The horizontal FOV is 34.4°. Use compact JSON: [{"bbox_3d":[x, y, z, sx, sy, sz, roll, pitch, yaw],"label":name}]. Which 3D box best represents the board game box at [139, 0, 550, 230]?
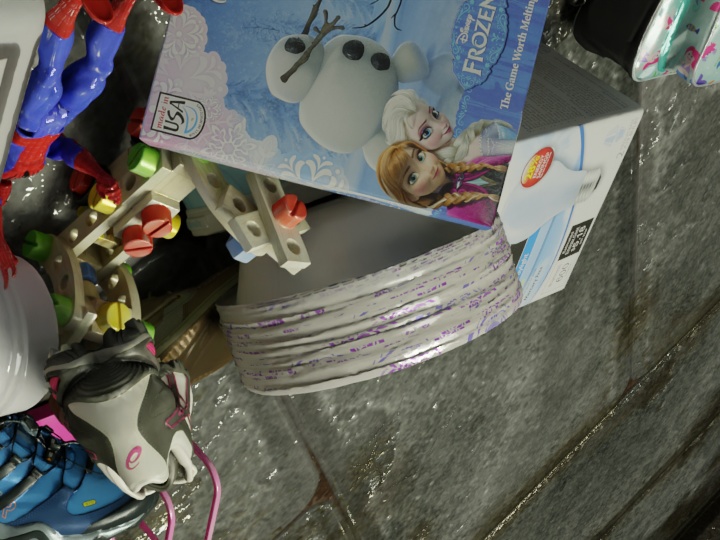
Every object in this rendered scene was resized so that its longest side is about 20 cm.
[{"bbox_3d":[0.000,-0.142,0.639,0.043,0.198,0.201,79,25,-89],"label":"board game box"}]

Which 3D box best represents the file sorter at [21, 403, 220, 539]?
[{"bbox_3d":[-0.215,0.189,0.832,0.200,0.125,0.139,-20,138,-41],"label":"file sorter"}]

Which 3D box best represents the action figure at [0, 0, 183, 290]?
[{"bbox_3d":[-0.154,-0.065,0.611,0.065,0.099,0.200,-17,168,-43],"label":"action figure"}]

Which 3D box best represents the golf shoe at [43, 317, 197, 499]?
[{"bbox_3d":[-0.133,0.095,0.682,0.077,0.088,0.200,-24,167,-5],"label":"golf shoe"}]

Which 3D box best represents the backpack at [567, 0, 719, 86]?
[{"bbox_3d":[0.303,-0.257,1.027,0.200,0.150,0.178,-20,137,-48],"label":"backpack"}]

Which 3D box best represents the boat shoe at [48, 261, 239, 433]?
[{"bbox_3d":[-0.140,0.048,0.838,0.200,0.066,0.074,-43,149,-36],"label":"boat shoe"}]

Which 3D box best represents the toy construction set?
[{"bbox_3d":[-0.127,-0.018,0.698,0.200,0.131,0.092,-25,143,20],"label":"toy construction set"}]

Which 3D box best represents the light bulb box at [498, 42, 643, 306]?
[{"bbox_3d":[0.104,-0.069,0.977,0.200,0.125,0.199,-20,138,-43],"label":"light bulb box"}]

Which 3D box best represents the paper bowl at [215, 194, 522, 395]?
[{"bbox_3d":[0.000,0.000,0.778,0.200,0.200,0.105,-25,100,-36],"label":"paper bowl"}]

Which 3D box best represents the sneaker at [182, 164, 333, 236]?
[{"bbox_3d":[-0.037,-0.093,0.805,0.200,0.074,0.082,-25,105,-30],"label":"sneaker"}]

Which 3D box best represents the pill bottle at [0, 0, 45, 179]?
[{"bbox_3d":[-0.213,-0.095,0.539,0.114,0.114,0.200,-7,128,-50],"label":"pill bottle"}]

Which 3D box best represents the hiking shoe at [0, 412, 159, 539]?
[{"bbox_3d":[-0.221,0.120,0.724,0.199,0.074,0.087,8,122,-18],"label":"hiking shoe"}]

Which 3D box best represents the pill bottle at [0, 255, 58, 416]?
[{"bbox_3d":[-0.269,0.041,0.610,0.200,0.116,0.116,-5,128,-51],"label":"pill bottle"}]
